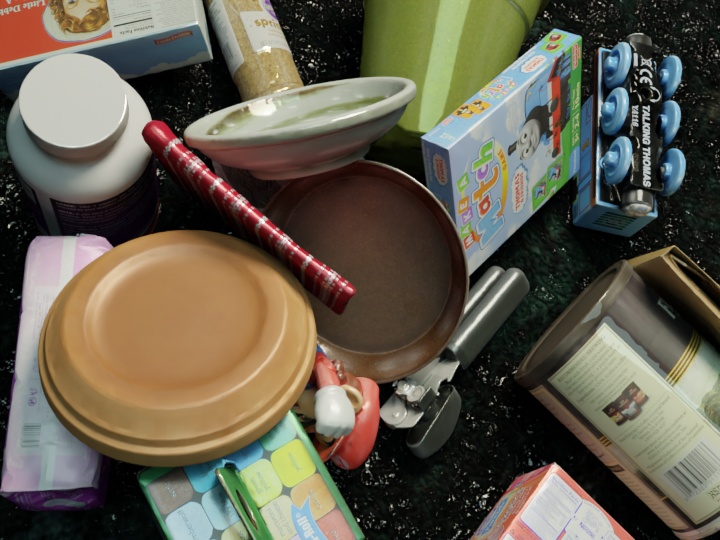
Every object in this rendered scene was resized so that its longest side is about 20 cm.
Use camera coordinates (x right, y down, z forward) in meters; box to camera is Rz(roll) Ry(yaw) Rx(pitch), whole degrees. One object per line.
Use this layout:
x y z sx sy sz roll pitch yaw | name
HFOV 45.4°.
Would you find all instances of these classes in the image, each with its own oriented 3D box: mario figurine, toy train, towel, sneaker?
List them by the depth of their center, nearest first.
-0.085 -0.038 0.687 0.199 0.145 0.023 39 83 2 | towel
-0.062 0.089 0.720 0.105 0.124 0.202 -32 100 16 | mario figurine
-0.049 -0.090 0.827 0.197 0.079 0.100 26 38 9 | sneaker
0.269 -0.139 0.881 0.085 0.114 0.204 10 69 -11 | toy train

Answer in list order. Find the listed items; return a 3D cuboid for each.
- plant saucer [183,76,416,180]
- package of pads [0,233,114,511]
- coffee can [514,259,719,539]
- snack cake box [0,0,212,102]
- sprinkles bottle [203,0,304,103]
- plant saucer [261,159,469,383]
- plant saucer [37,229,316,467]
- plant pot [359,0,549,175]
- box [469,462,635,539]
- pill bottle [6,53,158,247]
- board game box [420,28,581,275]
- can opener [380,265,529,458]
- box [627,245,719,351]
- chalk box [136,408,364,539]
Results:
-0.046 -0.116 0.721 0.197 0.200 0.051 -19 112 -18 | plant saucer
-0.234 0.084 0.687 0.074 0.121 0.204 2 69 -11 | package of pads
0.257 0.113 0.768 0.200 0.147 0.146 44 67 5 | coffee can
-0.248 -0.241 0.808 0.196 0.067 0.117 -13 75 -1 | snack cake box
-0.114 -0.244 0.862 0.067 0.068 0.203 -17 75 -17 | sprinkles bottle
0.000 0.000 0.759 0.199 0.202 0.035 35 23 3 | plant saucer
-0.128 0.040 0.608 0.196 0.038 0.203 3 47 -3 | plant saucer
0.071 -0.200 0.837 0.196 0.200 0.194 15 80 -6 | plant pot
0.191 0.273 0.722 0.200 0.095 0.103 43 67 5 | box
-0.224 -0.088 0.708 0.110 0.200 0.115 4 69 -11 | pill bottle
0.137 -0.107 0.801 0.036 0.153 0.199 28 56 36 | board game box
0.090 0.079 0.804 0.201 0.052 0.067 -51 121 -21 | can opener
0.312 0.047 0.781 0.021 0.200 0.163 -45 84 2 | box
-0.083 0.181 0.639 0.123 0.200 0.126 -27 77 -20 | chalk box
